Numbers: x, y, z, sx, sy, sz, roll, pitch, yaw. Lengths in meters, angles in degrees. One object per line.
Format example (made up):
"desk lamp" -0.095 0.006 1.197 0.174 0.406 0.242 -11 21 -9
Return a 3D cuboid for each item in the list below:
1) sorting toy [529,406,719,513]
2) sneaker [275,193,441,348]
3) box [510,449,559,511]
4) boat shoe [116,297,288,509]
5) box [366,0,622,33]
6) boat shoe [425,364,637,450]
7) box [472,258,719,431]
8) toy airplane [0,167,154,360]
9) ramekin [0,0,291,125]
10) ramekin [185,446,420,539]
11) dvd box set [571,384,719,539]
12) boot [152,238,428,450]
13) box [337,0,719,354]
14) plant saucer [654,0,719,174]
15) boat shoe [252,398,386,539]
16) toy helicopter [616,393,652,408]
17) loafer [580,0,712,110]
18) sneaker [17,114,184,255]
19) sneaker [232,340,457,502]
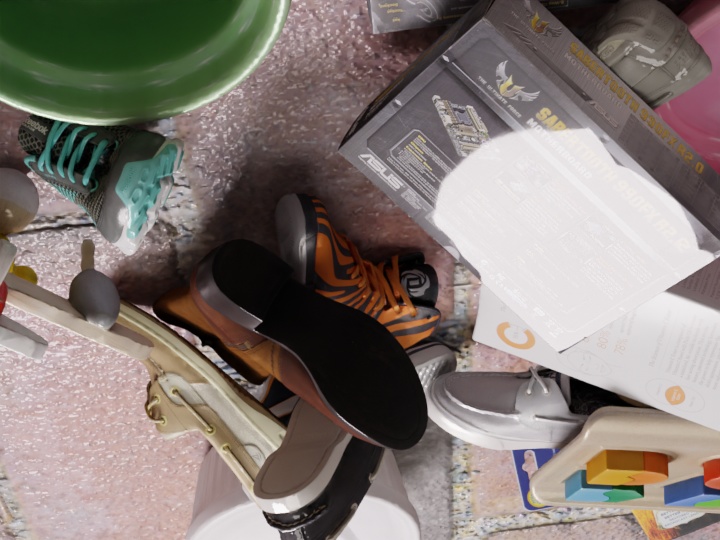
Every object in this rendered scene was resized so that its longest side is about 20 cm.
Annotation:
"sorting toy" 0.237 0.153 1.153 0.184 0.037 0.200 4 157 -6
"sneaker" 0.000 0.000 1.102 0.111 0.078 0.200 -10 152 -3
"box" 0.230 0.145 1.326 0.199 0.032 0.121 -12 130 5
"boat shoe" -0.124 0.099 1.130 0.200 0.066 0.074 40 174 -2
"box" 0.096 -0.217 0.855 0.199 0.050 0.158 -8 142 1
"boat shoe" 0.152 0.104 1.196 0.199 0.072 0.069 14 132 1
"box" 0.191 0.012 1.053 0.199 0.098 0.125 20 143 12
"toy airplane" -0.251 -0.005 0.992 0.198 0.142 0.200 15 163 23
"ramekin" -0.139 -0.182 0.822 0.199 0.098 0.200 -5 142 -4
"ramekin" -0.052 0.203 1.319 0.201 0.095 0.203 -4 141 -3
"dvd box set" 0.264 0.126 1.261 0.146 0.029 0.200 -25 114 18
"boot" -0.056 0.067 1.065 0.188 0.069 0.200 34 159 -8
"box" 0.106 -0.057 0.920 0.200 0.048 0.158 41 138 -9
"plant saucer" 0.273 -0.130 0.993 0.200 0.051 0.201 -5 141 -4
"boat shoe" -0.013 0.129 1.093 0.074 0.200 0.061 -9 114 23
"toy helicopter" 0.271 0.031 1.145 0.200 0.132 0.079 -38 164 10
"loafer" 0.142 -0.101 0.953 0.070 0.070 0.200 35 155 -9
"sneaker" -0.164 -0.064 0.920 0.091 0.200 0.078 24 89 -16
"sneaker" -0.022 0.099 1.219 0.199 0.079 0.079 -30 146 -12
